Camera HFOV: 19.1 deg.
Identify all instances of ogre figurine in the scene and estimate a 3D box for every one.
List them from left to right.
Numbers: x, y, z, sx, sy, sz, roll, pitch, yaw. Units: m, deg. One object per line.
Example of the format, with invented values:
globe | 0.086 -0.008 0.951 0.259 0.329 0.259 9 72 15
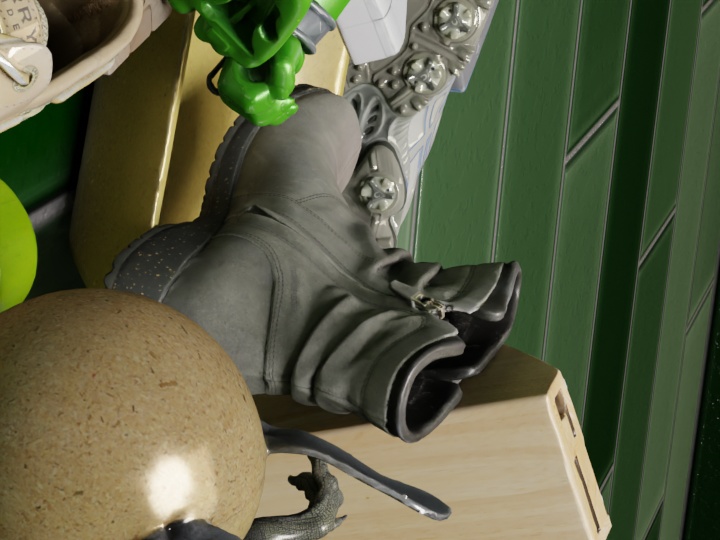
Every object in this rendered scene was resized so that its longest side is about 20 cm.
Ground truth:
ogre figurine | -0.010 -0.146 0.690 0.120 0.098 0.201 -50 139 -32

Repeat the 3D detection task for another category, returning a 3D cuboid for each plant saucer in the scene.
plant saucer | -0.058 -0.071 0.859 0.200 0.048 0.202 9 92 -74

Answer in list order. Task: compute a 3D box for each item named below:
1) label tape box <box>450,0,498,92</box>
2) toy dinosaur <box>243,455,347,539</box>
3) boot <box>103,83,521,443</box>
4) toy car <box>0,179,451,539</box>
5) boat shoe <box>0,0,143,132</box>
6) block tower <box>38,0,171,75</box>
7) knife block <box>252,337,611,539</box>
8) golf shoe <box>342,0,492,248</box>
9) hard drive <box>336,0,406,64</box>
label tape box | 0.036 -0.211 1.073 0.201 0.066 0.144 83 23 -50
toy dinosaur | -0.043 0.099 0.650 0.048 0.199 0.088 64 28 -16
boot | 0.000 0.000 0.780 0.200 0.130 0.068 -55 151 -56
toy car | -0.081 0.066 0.581 0.164 0.198 0.159 -46 143 -63
boat shoe | -0.117 -0.065 0.577 0.073 0.065 0.200 69 18 -2
block tower | -0.095 -0.158 0.666 0.058 0.054 0.201 -58 153 -55
knife block | -0.030 0.082 0.782 0.175 0.200 0.064 -27 110 -18
golf shoe | 0.013 -0.097 1.040 0.097 0.078 0.201 -58 171 -69
hard drive | -0.022 -0.197 0.812 0.133 0.026 0.201 -86 158 -44
